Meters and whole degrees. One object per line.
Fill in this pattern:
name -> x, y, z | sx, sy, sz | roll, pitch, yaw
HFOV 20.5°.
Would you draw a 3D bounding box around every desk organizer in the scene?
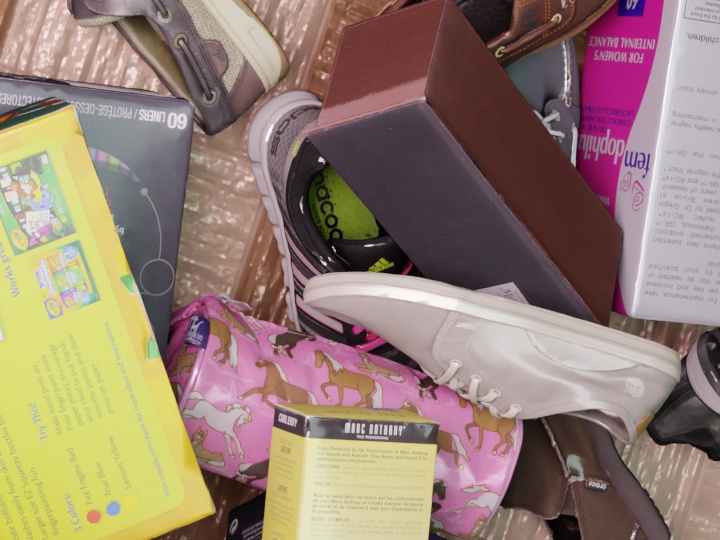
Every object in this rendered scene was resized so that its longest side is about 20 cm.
desk organizer -> 0.061, -0.043, 1.039 | 0.200, 0.072, 0.077 | 49, 41, -37

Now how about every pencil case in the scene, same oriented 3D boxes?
pencil case -> -0.014, 0.077, 1.048 | 0.199, 0.083, 0.087 | 19, 113, -19

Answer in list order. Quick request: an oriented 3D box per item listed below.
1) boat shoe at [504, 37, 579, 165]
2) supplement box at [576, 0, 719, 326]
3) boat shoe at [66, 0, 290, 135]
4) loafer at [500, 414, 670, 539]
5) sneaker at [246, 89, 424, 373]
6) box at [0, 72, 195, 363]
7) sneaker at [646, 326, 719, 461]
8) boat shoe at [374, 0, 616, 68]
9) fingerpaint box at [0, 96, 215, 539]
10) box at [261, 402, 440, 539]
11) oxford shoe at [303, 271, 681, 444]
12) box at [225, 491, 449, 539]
boat shoe -> 0.100, -0.069, 1.131 | 0.073, 0.062, 0.201 | -1, 97, -21
supplement box -> 0.188, -0.073, 1.147 | 0.103, 0.101, 0.201 | 5, 95, -23
boat shoe -> -0.120, -0.149, 1.020 | 0.201, 0.072, 0.066 | 44, 75, -27
loafer -> 0.108, 0.110, 1.153 | 0.071, 0.073, 0.200 | -41, 111, -14
sneaker -> 0.000, 0.000, 1.084 | 0.074, 0.087, 0.201 | -24, 106, -18
box -> -0.163, 0.004, 1.003 | 0.122, 0.106, 0.201 | 5, 96, -21
sneaker -> 0.240, 0.075, 1.212 | 0.200, 0.090, 0.067 | 1, 58, -45
boat shoe -> 0.076, -0.148, 1.079 | 0.200, 0.070, 0.070 | -39, 73, -2
fingerpaint box -> -0.179, 0.043, 0.907 | 0.166, 0.073, 0.201 | -22, 104, -12
box -> -0.011, 0.168, 0.984 | 0.075, 0.050, 0.201 | 4, 91, -23
oxford shoe -> 0.065, 0.044, 1.022 | 0.199, 0.075, 0.058 | 16, 84, -3
box -> 0.017, 0.219, 1.097 | 0.199, 0.079, 0.142 | 24, 59, -24
